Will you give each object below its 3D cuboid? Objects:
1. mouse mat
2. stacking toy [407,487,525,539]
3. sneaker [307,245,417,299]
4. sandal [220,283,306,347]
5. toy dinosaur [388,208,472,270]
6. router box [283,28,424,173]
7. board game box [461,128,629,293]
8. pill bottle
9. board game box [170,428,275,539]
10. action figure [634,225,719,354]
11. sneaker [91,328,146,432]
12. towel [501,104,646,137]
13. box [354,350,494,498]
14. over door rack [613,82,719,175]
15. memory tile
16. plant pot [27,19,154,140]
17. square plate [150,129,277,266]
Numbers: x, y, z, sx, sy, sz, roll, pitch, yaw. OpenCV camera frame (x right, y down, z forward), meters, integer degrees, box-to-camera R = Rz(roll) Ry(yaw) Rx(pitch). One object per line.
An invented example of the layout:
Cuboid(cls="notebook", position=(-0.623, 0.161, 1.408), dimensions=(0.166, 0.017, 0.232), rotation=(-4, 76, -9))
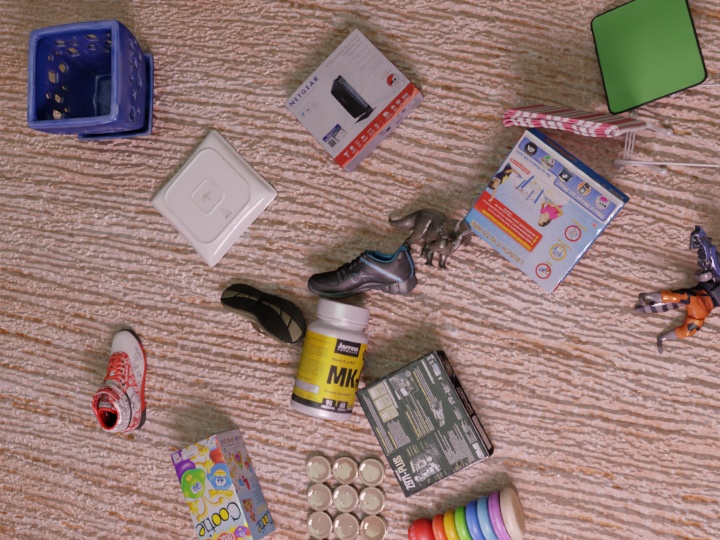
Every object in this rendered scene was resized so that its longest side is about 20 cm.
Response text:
Cuboid(cls="mouse mat", position=(0.476, -0.370, 1.277), dimensions=(0.161, 0.008, 0.201), rotation=(-17, 68, 31))
Cuboid(cls="stacking toy", position=(0.173, 0.430, 1.298), dimensions=(0.199, 0.085, 0.086), rotation=(-18, 80, 18))
Cuboid(cls="sneaker", position=(0.000, 0.000, 1.374), dimensions=(0.199, 0.073, 0.082), rotation=(-7, 114, 7))
Cuboid(cls="sandal", position=(-0.177, 0.085, 1.436), dimensions=(0.201, 0.057, 0.080), rotation=(27, 55, 32))
Cuboid(cls="toy dinosaur", position=(0.130, -0.065, 1.353), dimensions=(0.200, 0.077, 0.103), rotation=(41, 111, 49))
Cuboid(cls="router box", position=(-0.014, -0.315, 1.428), dimensions=(0.200, 0.049, 0.180), rotation=(-45, 76, 8))
Cuboid(cls="board game box", position=(0.306, -0.100, 1.281), dimensions=(0.200, 0.056, 0.196), rotation=(41, 119, 15))
Cuboid(cls="pill bottle", position=(-0.050, 0.156, 1.362), dimensions=(0.114, 0.114, 0.201), rotation=(12, 89, 16))
Cuboid(cls="board game box", position=(-0.251, 0.407, 1.400), dimensions=(0.103, 0.105, 0.201), rotation=(-25, 78, 13))
Cuboid(cls="action figure", position=(0.536, 0.019, 1.221), dimensions=(0.193, 0.105, 0.200), rotation=(-27, 103, 7))
Cuboid(cls="sneaker", position=(-0.467, 0.212, 1.476), dimensions=(0.067, 0.108, 0.202), rotation=(-8, 83, 15))
Cuboid(cls="towel", position=(0.350, -0.242, 1.251), dimensions=(0.200, 0.146, 0.030), rotation=(18, 114, 33))
Cuboid(cls="box", position=(0.111, 0.262, 1.322), dimensions=(0.163, 0.086, 0.200), rotation=(-30, 78, 11))
Cuboid(cls="over door rack", position=(0.527, -0.235, 1.253), dimensions=(0.200, 0.067, 0.148), rotation=(5, 86, 37))
Cuboid(cls="memory tile", position=(-0.025, 0.437, 1.381), dimensions=(0.153, 0.017, 0.201), rotation=(-2, 84, 15))
Cuboid(cls="plant pot", position=(-0.515, -0.358, 1.504), dimensions=(0.199, 0.180, 0.201), rotation=(-2, 85, 15))
Cuboid(cls="square plate", position=(-0.295, -0.144, 1.502), dimensions=(0.198, 0.028, 0.200), rotation=(45, 98, 15))
